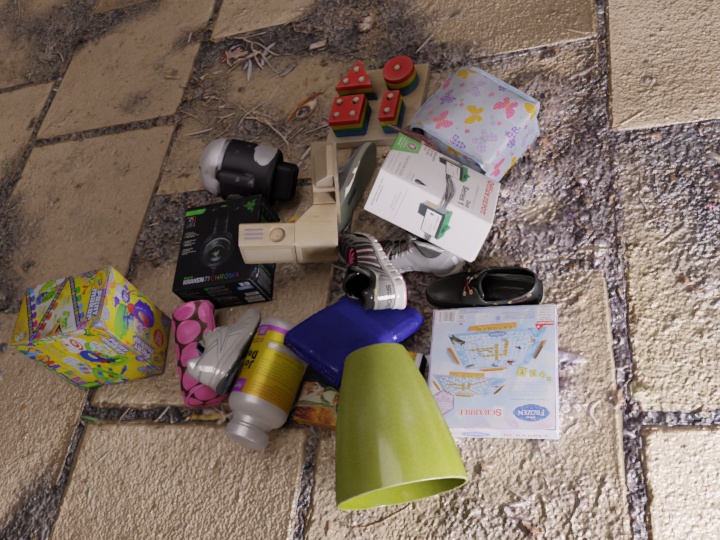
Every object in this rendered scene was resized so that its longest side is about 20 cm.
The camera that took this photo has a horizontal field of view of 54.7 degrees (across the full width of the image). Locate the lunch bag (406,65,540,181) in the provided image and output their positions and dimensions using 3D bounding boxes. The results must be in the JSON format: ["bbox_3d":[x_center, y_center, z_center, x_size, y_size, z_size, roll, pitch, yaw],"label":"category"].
[{"bbox_3d":[0.205,-0.266,1.282,0.199,0.128,0.170,37,78,25],"label":"lunch bag"}]

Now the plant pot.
[{"bbox_3d":[0.040,0.214,0.987,0.184,0.187,0.204,-17,64,12],"label":"plant pot"}]

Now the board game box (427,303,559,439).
[{"bbox_3d":[0.202,0.153,1.068,0.196,0.041,0.203,-4,58,22],"label":"board game box"}]

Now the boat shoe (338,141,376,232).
[{"bbox_3d":[-0.034,-0.170,1.358,0.070,0.070,0.203,18,71,25],"label":"boat shoe"}]

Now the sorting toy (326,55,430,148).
[{"bbox_3d":[0.031,-0.360,1.451,0.196,0.070,0.202,0,59,24],"label":"sorting toy"}]

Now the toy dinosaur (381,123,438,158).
[{"bbox_3d":[0.116,-0.181,1.241,0.085,0.202,0.135,-35,39,-18],"label":"toy dinosaur"}]

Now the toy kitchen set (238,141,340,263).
[{"bbox_3d":[-0.124,-0.138,1.223,0.176,0.164,0.204,-2,68,-2],"label":"toy kitchen set"}]

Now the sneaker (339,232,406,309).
[{"bbox_3d":[0.000,0.000,1.178,0.086,0.075,0.201,-9,39,-26],"label":"sneaker"}]

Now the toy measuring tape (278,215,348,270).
[{"bbox_3d":[-0.082,-0.056,1.310,0.197,0.074,0.074,22,69,25],"label":"toy measuring tape"}]

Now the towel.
[{"bbox_3d":[-0.011,0.104,1.144,0.198,0.050,0.147,-30,43,-34],"label":"towel"}]

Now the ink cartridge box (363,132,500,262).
[{"bbox_3d":[0.122,-0.122,1.139,0.197,0.085,0.147,25,38,-1],"label":"ink cartridge box"}]

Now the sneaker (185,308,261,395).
[{"bbox_3d":[-0.229,0.123,1.196,0.086,0.076,0.201,21,32,4],"label":"sneaker"}]

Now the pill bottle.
[{"bbox_3d":[-0.155,0.189,1.161,0.102,0.105,0.203,7,62,27],"label":"pill bottle"}]

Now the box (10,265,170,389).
[{"bbox_3d":[-0.492,0.114,1.296,0.189,0.201,0.124,-12,54,15],"label":"box"}]

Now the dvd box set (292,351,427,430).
[{"bbox_3d":[-0.001,0.194,1.138,0.196,0.030,0.149,6,62,27],"label":"dvd box set"}]

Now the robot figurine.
[{"bbox_3d":[-0.227,-0.193,1.406,0.196,0.151,0.127,12,65,1],"label":"robot figurine"}]

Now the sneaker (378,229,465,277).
[{"bbox_3d":[0.078,-0.048,1.203,0.196,0.116,0.076,2,60,24],"label":"sneaker"}]

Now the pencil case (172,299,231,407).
[{"bbox_3d":[-0.287,0.144,1.260,0.094,0.090,0.202,-50,47,33],"label":"pencil case"}]

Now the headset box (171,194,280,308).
[{"bbox_3d":[-0.256,-0.039,1.354,0.171,0.093,0.204,-7,59,18],"label":"headset box"}]

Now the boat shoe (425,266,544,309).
[{"bbox_3d":[0.197,0.028,1.139,0.197,0.063,0.075,-1,61,24],"label":"boat shoe"}]
